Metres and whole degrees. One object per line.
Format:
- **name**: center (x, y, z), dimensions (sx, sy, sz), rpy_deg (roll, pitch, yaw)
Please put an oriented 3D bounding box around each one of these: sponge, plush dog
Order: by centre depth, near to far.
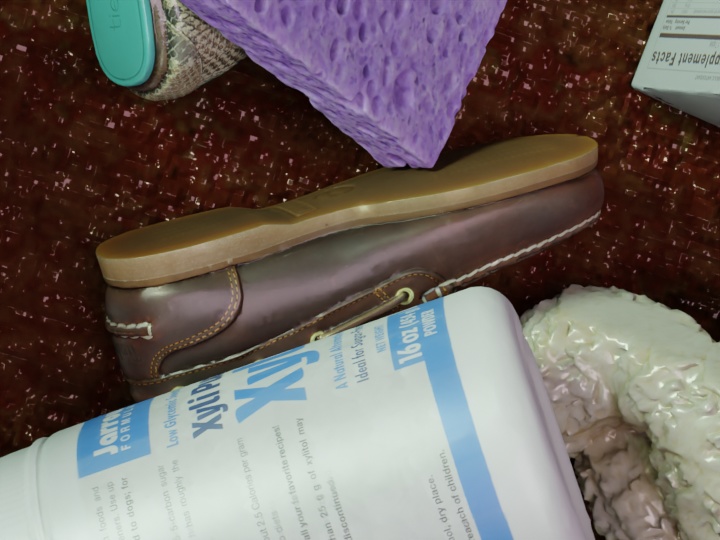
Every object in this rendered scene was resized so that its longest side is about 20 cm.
- **sponge**: center (-0.021, -0.132, 1.027), dimensions (0.200, 0.030, 0.112), rpy_deg (37, 69, -39)
- **plush dog**: center (0.157, 0.103, 1.106), dimensions (0.199, 0.161, 0.173), rpy_deg (-8, 121, -16)

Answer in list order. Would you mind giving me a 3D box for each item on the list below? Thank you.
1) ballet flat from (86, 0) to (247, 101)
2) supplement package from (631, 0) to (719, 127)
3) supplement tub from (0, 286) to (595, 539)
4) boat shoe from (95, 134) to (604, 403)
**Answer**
- **ballet flat**: center (-0.079, -0.164, 1.031), dimensions (0.075, 0.068, 0.201), rpy_deg (-24, 108, -34)
- **supplement package**: center (0.205, -0.141, 1.100), dimensions (0.109, 0.114, 0.201), rpy_deg (21, 90, -16)
- **supplement tub**: center (-0.022, 0.096, 1.021), dimensions (0.199, 0.132, 0.132), rpy_deg (-19, 100, 5)
- **boat shoe**: center (0.000, 0.000, 1.080), dimensions (0.199, 0.070, 0.071), rpy_deg (-15, 103, -7)
